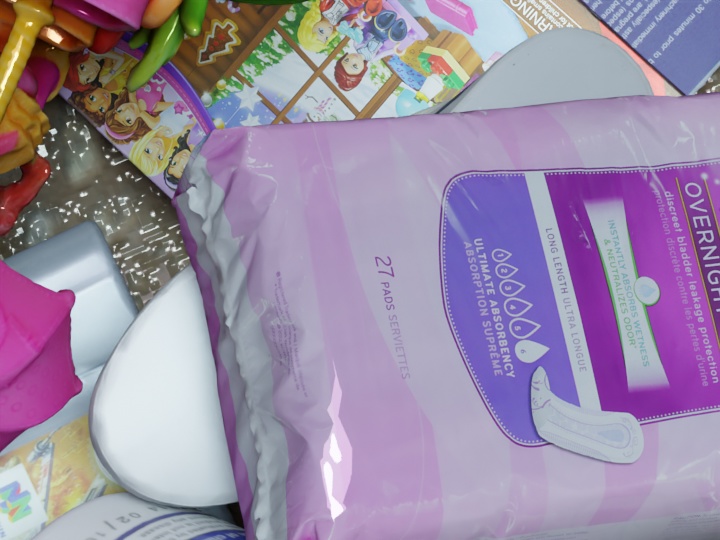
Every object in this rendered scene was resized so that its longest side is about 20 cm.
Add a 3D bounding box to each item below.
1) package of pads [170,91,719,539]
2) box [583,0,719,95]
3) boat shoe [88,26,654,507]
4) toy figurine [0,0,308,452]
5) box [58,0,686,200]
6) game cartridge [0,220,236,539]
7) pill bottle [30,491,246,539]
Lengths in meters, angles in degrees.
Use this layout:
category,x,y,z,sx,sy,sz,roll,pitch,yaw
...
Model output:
category,x,y,z,sx,sy,sz,roll,pitch,yaw
package of pads,0.054,0.018,0.761,0.199,0.076,0.121,-5,74,-22
box,0.058,-0.118,0.957,0.200,0.032,0.121,42,78,7
boat shoe,0.000,0.000,0.830,0.200,0.066,0.072,-43,94,-18
toy figurine,-0.117,-0.031,0.805,0.150,0.200,0.185,26,79,-19
box,0.010,-0.052,0.913,0.200,0.039,0.137,42,97,6
game cartridge,-0.100,0.103,0.867,0.133,0.042,0.201,-26,95,-14
pill bottle,-0.006,0.145,0.758,0.199,0.120,0.120,18,73,33
